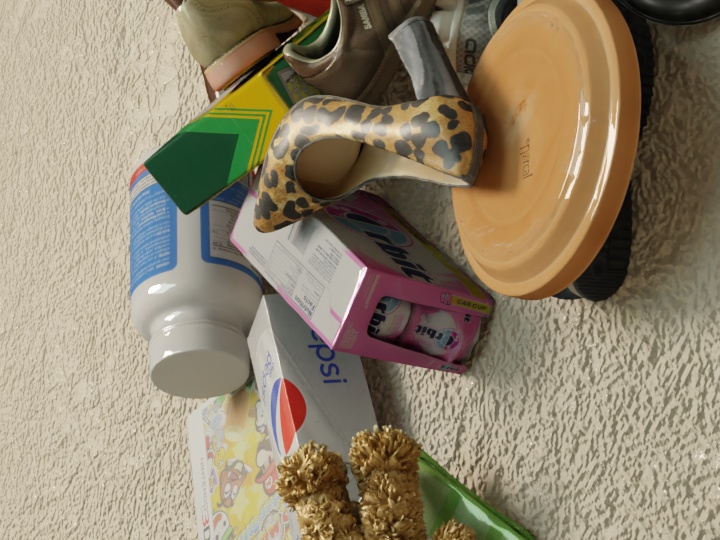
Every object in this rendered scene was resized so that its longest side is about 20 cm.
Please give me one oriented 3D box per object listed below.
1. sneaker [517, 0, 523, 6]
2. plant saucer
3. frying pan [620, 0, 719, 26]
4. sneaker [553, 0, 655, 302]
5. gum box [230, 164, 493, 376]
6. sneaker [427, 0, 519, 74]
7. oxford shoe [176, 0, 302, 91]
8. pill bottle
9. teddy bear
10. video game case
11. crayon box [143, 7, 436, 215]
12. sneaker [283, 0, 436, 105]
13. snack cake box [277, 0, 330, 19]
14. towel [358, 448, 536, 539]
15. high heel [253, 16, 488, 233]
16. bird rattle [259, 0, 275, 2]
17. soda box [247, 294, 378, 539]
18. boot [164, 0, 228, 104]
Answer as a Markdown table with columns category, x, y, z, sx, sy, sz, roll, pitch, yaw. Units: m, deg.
| category | x | y | z | sx | sy | sz | roll | pitch | yaw |
| --- | --- | --- | --- | --- | --- | --- | --- | --- | --- |
| sneaker | 0.166 | -0.223 | 1.187 | 0.080 | 0.071 | 0.201 | 34 | 107 | 58 |
| plant saucer | 0.109 | -0.082 | 1.143 | 0.200 | 0.032 | 0.201 | 149 | 125 | -60 |
| frying pan | 0.169 | -0.231 | 1.137 | 0.190 | 0.031 | 0.115 | 34 | 109 | 16 |
| sneaker | 0.137 | -0.081 | 1.181 | 0.082 | 0.070 | 0.201 | 2 | 80 | 52 |
| gum box | 0.000 | 0.000 | 1.317 | 0.200 | 0.113 | 0.066 | 45 | 116 | 53 |
| sneaker | 0.109 | -0.220 | 1.266 | 0.074 | 0.087 | 0.201 | 76 | -150 | -74 |
| oxford shoe | -0.094 | -0.193 | 1.379 | 0.071 | 0.074 | 0.200 | -37 | 8 | 10 |
| pill bottle | -0.138 | 0.001 | 1.515 | 0.112 | 0.112 | 0.201 | -39 | 44 | 43 |
| teddy bear | 0.009 | 0.201 | 1.177 | 0.067 | 0.144 | 0.201 | 108 | 164 | -82 |
| video game case | -0.077 | 0.159 | 1.460 | 0.200 | 0.023 | 0.183 | -40 | 48 | 42 |
| crayon box | -0.050 | -0.144 | 1.389 | 0.172 | 0.058 | 0.200 | -31 | 11 | 49 |
| sneaker | 0.015 | -0.206 | 1.233 | 0.071 | 0.075 | 0.201 | -106 | 39 | -62 |
| snack cake box | -0.017 | -0.269 | 1.437 | 0.200 | 0.115 | 0.068 | -15 | 67 | 53 |
| towel | 0.036 | 0.235 | 1.232 | 0.149 | 0.031 | 0.201 | 35 | 108 | 30 |
| high heel | 0.000 | -0.059 | 1.207 | 0.200 | 0.071 | 0.143 | -46 | 43 | 26 |
| bird rattle | -0.060 | -0.292 | 1.322 | 0.163 | 0.112 | 0.201 | 118 | 150 | -49 |
| soda box | -0.029 | 0.115 | 1.340 | 0.064 | 0.068 | 0.201 | 114 | 148 | -52 |
| boot | -0.088 | -0.181 | 1.545 | 0.064 | 0.186 | 0.201 | -27 | 86 | 34 |
